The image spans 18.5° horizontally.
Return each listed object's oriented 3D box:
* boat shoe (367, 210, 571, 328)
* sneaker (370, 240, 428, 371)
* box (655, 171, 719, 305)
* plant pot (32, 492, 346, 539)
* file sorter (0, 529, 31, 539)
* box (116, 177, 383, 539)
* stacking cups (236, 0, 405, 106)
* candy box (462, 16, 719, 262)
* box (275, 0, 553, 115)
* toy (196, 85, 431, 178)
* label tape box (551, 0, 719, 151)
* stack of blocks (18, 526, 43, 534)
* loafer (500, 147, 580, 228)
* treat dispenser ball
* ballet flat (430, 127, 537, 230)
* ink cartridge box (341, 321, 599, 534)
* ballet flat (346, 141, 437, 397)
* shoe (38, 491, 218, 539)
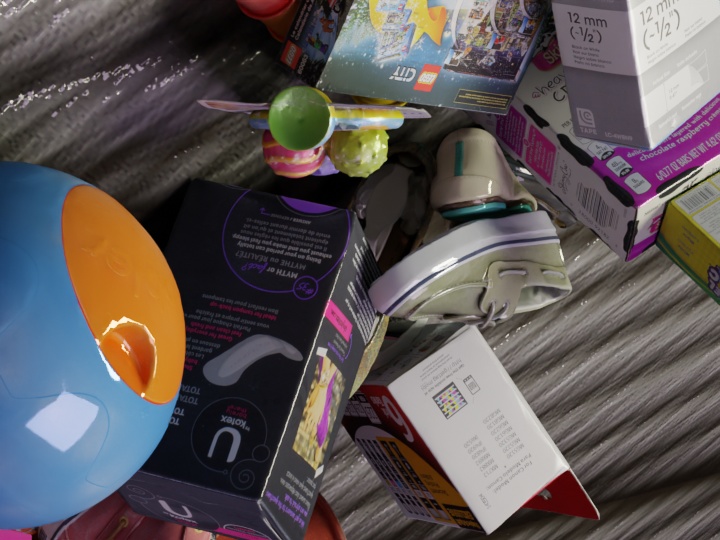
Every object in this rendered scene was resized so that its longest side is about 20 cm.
[{"bbox_3d":[0.082,0.005,1.469,0.072,0.062,0.199,-39,167,37],"label":"boat shoe"},{"bbox_3d":[-0.029,0.038,1.576,0.200,0.080,0.087,-41,149,-11],"label":"sneaker"},{"bbox_3d":[0.299,0.010,1.411,0.117,0.200,0.049,-28,148,-28],"label":"box"},{"bbox_3d":[-0.139,0.241,1.606,0.194,0.201,0.201,6,125,-46],"label":"plant pot"},{"bbox_3d":[-0.311,0.217,1.284,0.198,0.127,0.139,-10,163,22],"label":"file sorter"},{"bbox_3d":[-0.074,0.061,1.408,0.106,0.121,0.201,65,40,-61],"label":"box"},{"bbox_3d":[-0.024,-0.158,1.338,0.061,0.061,0.200,-47,150,5],"label":"stacking cups"},{"bbox_3d":[0.163,-0.116,1.488,0.136,0.200,0.061,-32,150,-25],"label":"candy box"},{"bbox_3d":[0.048,-0.170,1.334,0.199,0.038,0.137,2,118,-52],"label":"box"},{"bbox_3d":[-0.024,-0.078,1.312,0.200,0.114,0.048,9,83,-83],"label":"toy"},{"bbox_3d":[0.182,-0.197,1.376,0.143,0.066,0.201,-37,129,-37],"label":"label tape box"},{"bbox_3d":[-0.180,0.105,1.483,0.199,0.059,0.116,-14,140,-45],"label":"stack of blocks"},{"bbox_3d":[0.136,-0.063,1.669,0.072,0.073,0.199,-49,152,19],"label":"loafer"},{"bbox_3d":[-0.196,0.041,1.219,0.200,0.201,0.202,-32,151,-21],"label":"treat dispenser ball"},{"bbox_3d":[0.083,-0.060,1.526,0.069,0.069,0.200,-44,170,0],"label":"ballet flat"},{"bbox_3d":[0.070,0.133,1.647,0.084,0.176,0.200,-36,-174,-14],"label":"ink cartridge box"},{"bbox_3d":[0.000,0.000,1.515,0.201,0.070,0.071,-65,155,-12],"label":"ballet flat"},{"bbox_3d":[-0.111,0.152,1.476,0.200,0.091,0.072,-36,152,-17],"label":"shoe"}]
